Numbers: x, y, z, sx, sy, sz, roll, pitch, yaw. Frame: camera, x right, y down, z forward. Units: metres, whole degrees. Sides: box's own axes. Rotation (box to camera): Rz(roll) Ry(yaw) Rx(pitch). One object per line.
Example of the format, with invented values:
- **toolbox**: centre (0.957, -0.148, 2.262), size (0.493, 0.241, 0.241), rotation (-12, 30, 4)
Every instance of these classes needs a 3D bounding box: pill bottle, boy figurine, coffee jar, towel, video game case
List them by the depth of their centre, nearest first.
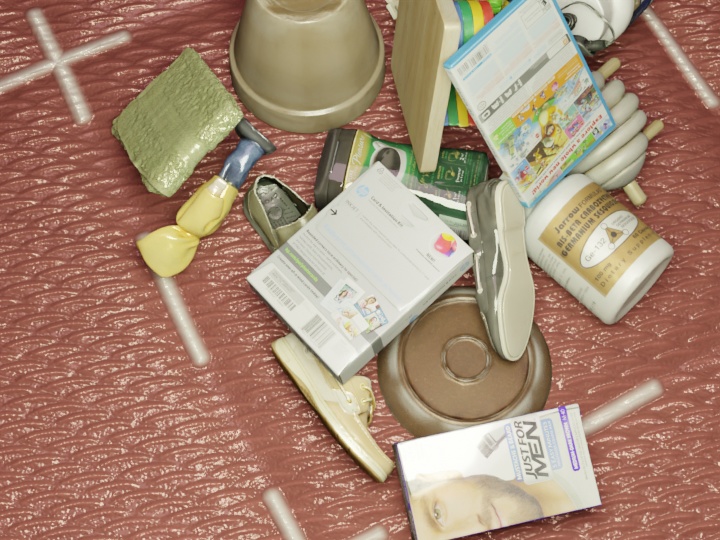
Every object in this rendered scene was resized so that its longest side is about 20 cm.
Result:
- **video game case**: centre (0.185, -0.185, 1.286), size (0.143, 0.200, 0.018), rotation (-43, 33, -12)
- **pill bottle**: centre (0.245, -0.044, 1.373), size (0.114, 0.115, 0.200), rotation (-42, 72, -17)
- **boy figurine**: centre (-0.179, -0.081, 1.393), size (0.064, 0.124, 0.200), rotation (40, 88, -9)
- **coffee jar**: centre (0.047, -0.102, 1.414), size (0.198, 0.085, 0.105), rotation (12, 69, 4)
- **towel**: centre (-0.217, -0.177, 1.417), size (0.148, 0.036, 0.200), rotation (-45, 39, 3)
- **pill bottle**: centre (0.290, -0.337, 1.467), size (0.111, 0.112, 0.200), rotation (30, 40, 13)

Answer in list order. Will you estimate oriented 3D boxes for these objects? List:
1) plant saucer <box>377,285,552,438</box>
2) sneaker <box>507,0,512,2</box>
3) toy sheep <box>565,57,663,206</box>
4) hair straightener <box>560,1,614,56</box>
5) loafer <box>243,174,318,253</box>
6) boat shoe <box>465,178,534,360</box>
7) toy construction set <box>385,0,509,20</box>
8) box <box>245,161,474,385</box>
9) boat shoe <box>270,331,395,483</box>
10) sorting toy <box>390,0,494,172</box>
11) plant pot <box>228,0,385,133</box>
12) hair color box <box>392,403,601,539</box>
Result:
- **plant saucer**: centre (0.118, 0.104, 1.352), size (0.198, 0.032, 0.202), rotation (0, 65, 1)
- **sneaker**: centre (0.231, -0.412, 1.523), size (0.080, 0.147, 0.201), rotation (23, 68, 10)
- **toy sheep**: centre (0.280, -0.164, 1.423), size (0.138, 0.138, 0.200), rotation (-38, 90, -16)
- **hair straightener**: centre (0.199, -0.273, 1.395), size (0.199, 0.077, 0.041), rotation (4, 43, 35)
- **loafer**: centre (-0.070, -0.034, 1.391), size (0.075, 0.070, 0.200), rotation (-39, 71, -16)
- **boat shoe**: centre (0.152, -0.001, 1.340), size (0.057, 0.067, 0.202), rotation (-3, 89, 44)
- **toy construction set**: centre (0.109, -0.329, 1.478), size (0.131, 0.200, 0.093), rotation (31, 66, -23)
- **box**: centre (0.000, 0.000, 1.311), size (0.200, 0.041, 0.156), rotation (-43, 70, -9)
- **boat shoe**: centre (-0.018, 0.138, 1.312), size (0.069, 0.074, 0.200), rotation (-36, 70, -9)
- **sorting toy**: centre (0.094, -0.251, 1.354), size (0.069, 0.201, 0.200), rotation (-3, 47, -10)
- **plant pot**: centre (-0.065, -0.294, 1.454), size (0.198, 0.174, 0.201), rotation (0, 66, -1)
- **hair color box**: centre (0.142, 0.215, 1.271), size (0.198, 0.065, 0.110), rotation (-12, 82, -4)
